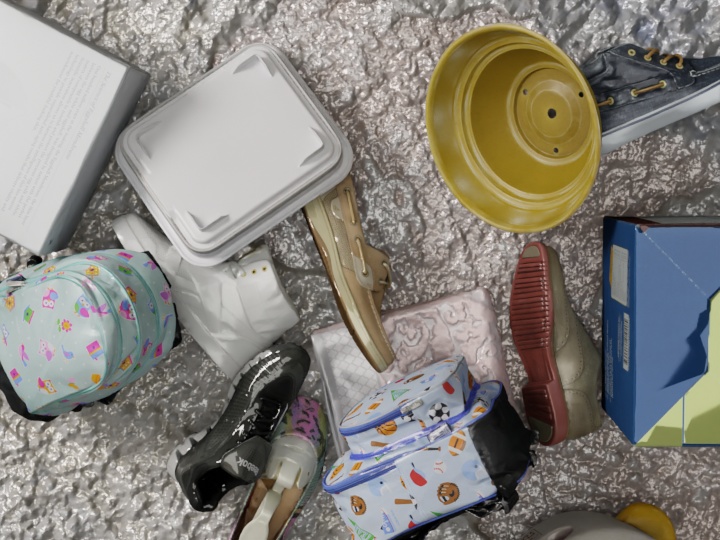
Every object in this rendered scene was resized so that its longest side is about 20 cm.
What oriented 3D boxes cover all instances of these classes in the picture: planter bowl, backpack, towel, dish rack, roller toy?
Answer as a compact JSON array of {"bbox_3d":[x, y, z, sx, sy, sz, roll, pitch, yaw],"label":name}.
[{"bbox_3d":[0.165,-0.144,1.404,0.199,0.083,0.202,18,119,36],"label":"planter bowl"},{"bbox_3d":[0.057,0.178,1.374,0.190,0.200,0.155,-34,86,13],"label":"backpack"},{"bbox_3d":[0.060,0.134,1.473,0.189,0.032,0.202,-13,95,2],"label":"towel"},{"bbox_3d":[-0.125,-0.119,1.419,0.199,0.044,0.172,-35,78,-7],"label":"dish rack"},{"bbox_3d":[-0.269,0.060,1.400,0.199,0.126,0.168,-19,99,35],"label":"backpack"},{"bbox_3d":[0.225,0.330,1.428,0.181,0.140,0.202,1,90,-9],"label":"roller toy"}]

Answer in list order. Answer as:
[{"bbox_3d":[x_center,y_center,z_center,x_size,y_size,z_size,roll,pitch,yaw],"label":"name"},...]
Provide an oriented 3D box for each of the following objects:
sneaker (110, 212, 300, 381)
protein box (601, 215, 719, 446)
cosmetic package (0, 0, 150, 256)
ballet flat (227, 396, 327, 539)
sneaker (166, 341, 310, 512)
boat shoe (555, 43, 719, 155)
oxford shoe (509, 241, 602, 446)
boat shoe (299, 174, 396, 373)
[{"bbox_3d":[-0.147,-0.002,1.453,0.115,0.074,0.200,-40,101,1],"label":"sneaker"},{"bbox_3d":[0.306,0.050,1.375,0.134,0.200,0.201,0,94,2],"label":"protein box"},{"bbox_3d":[-0.340,-0.149,1.418,0.199,0.123,0.201,28,94,1],"label":"cosmetic package"},{"bbox_3d":[-0.085,0.225,1.463,0.069,0.071,0.201,24,94,1],"label":"ballet flat"},{"bbox_3d":[-0.110,0.162,1.435,0.066,0.091,0.200,31,108,-35],"label":"sneaker"},{"bbox_3d":[0.292,-0.190,1.421,0.199,0.071,0.091,-25,97,5],"label":"boat shoe"},{"bbox_3d":[0.198,0.070,1.458,0.074,0.070,0.202,-7,93,-24],"label":"oxford shoe"},{"bbox_3d":[0.000,0.000,1.432,0.064,0.071,0.201,-20,79,-6],"label":"boat shoe"}]
